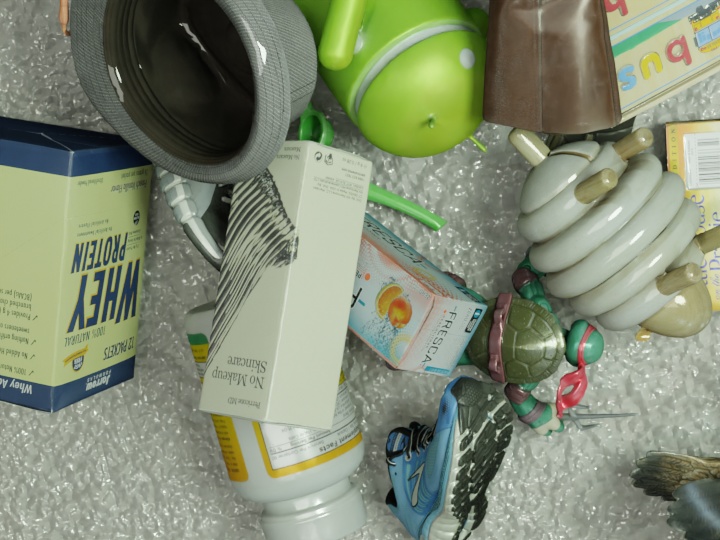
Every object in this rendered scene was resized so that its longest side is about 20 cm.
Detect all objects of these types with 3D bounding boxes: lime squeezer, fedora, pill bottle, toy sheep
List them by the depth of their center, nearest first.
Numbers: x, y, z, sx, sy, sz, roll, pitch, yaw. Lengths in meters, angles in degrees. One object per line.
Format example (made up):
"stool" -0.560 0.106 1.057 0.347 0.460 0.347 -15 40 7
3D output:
"fedora" -0.106 -0.156 1.093 0.199 0.090 0.178 26 126 32
"toy sheep" 0.181 -0.031 1.115 0.138 0.138 0.200 -38 94 15
"lime squeezer" -0.015 -0.099 1.201 0.071 0.038 0.200 -39 88 -28
"pill bottle" -0.061 0.114 1.224 0.112 0.113 0.201 -15 95 14

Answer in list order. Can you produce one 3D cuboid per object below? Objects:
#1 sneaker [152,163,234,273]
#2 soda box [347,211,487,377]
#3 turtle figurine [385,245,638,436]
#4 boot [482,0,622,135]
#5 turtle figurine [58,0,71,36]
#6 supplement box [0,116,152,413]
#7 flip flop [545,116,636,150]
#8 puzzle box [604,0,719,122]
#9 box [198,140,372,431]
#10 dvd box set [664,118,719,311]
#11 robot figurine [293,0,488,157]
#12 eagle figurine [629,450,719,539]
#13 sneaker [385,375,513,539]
"sneaker" -0.098 -0.093 1.190 0.115 0.075 0.201 -34 63 9
"soda box" 0.000 0.000 1.167 0.200 0.068 0.064 40 108 39
"turtle figurine" 0.118 0.046 1.183 0.199 0.101 0.151 10 88 22
"boot" 0.081 -0.179 1.037 0.185 0.064 0.201 4 118 20
"turtle figurine" -0.144 -0.257 1.156 0.064 0.161 0.201 30 104 7
"supplement box" -0.288 -0.014 1.230 0.199 0.134 0.201 10 101 19
"flip flop" 0.188 -0.148 1.155 0.081 0.058 0.201 11 120 -25
"puzzle box" 0.239 -0.201 1.090 0.199 0.025 0.133 -29 124 -3
"box" -0.054 0.010 1.117 0.082 0.068 0.201 2 81 45
"dvd box set" 0.331 -0.045 1.154 0.199 0.029 0.147 -3 99 12
"robot figurine" 0.024 -0.167 1.139 0.116 0.175 0.201 -44 61 23
"eagle figurine" 0.313 0.146 1.135 0.200 0.152 0.151 -37 53 -1
"sneaker" 0.054 0.148 1.189 0.090 0.078 0.201 34 141 19
